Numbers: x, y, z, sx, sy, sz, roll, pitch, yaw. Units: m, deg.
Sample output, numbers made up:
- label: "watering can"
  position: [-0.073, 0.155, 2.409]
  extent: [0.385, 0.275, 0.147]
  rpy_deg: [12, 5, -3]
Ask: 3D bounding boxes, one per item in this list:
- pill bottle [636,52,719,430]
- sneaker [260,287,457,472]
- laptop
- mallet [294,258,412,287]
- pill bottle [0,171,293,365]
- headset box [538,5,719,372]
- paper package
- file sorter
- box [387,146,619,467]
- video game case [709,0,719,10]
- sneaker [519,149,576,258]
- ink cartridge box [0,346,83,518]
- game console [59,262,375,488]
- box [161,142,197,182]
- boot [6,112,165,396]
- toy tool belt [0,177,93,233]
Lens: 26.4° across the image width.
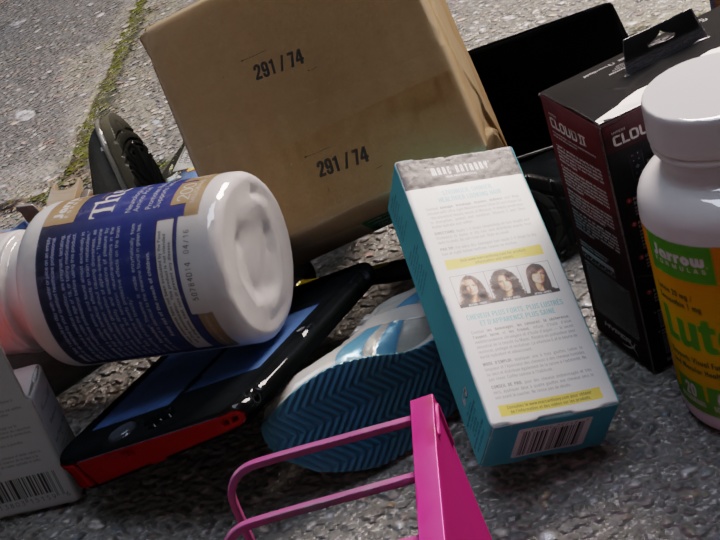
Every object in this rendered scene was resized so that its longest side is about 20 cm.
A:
- label: "pill bottle"
  position: [0.219, -0.016, 0.870]
  extent: [0.110, 0.201, 0.111]
  rpy_deg: [-15, 28, 8]
- label: "sneaker"
  position: [0.018, 0.066, 0.995]
  extent: [0.199, 0.077, 0.081]
  rpy_deg: [-27, 20, -26]
- label: "laptop"
  position: [0.132, -0.150, 1.195]
  extent: [0.186, 0.117, 0.200]
  rpy_deg: [-16, 19, 20]
- label: "mallet"
  position: [0.000, 0.000, 1.109]
  extent: [0.199, 0.041, 0.066]
  rpy_deg: [-15, 28, 33]
- label: "pill bottle"
  position: [-0.153, 0.003, 1.006]
  extent: [0.199, 0.112, 0.111]
  rpy_deg: [-8, 30, 23]
- label: "headset box"
  position: [0.206, -0.061, 0.957]
  extent: [0.148, 0.201, 0.077]
  rpy_deg: [-27, 29, -13]
- label: "paper package"
  position: [-0.023, -0.119, 1.070]
  extent: [0.199, 0.192, 0.103]
  rpy_deg: [-24, -6, 14]
- label: "file sorter"
  position: [0.004, 0.185, 0.721]
  extent: [0.125, 0.140, 0.200]
  rpy_deg: [-18, 28, 9]
- label: "box"
  position: [0.083, 0.018, 0.944]
  extent: [0.082, 0.049, 0.201]
  rpy_deg: [-9, 55, -14]
- label: "video game case"
  position: [0.306, -0.111, 1.001]
  extent: [0.045, 0.182, 0.200]
  rpy_deg: [-24, 29, -10]
- label: "sneaker"
  position: [0.145, -0.055, 1.135]
  extent: [0.199, 0.076, 0.091]
  rpy_deg: [-15, 18, -7]
- label: "ink cartridge box"
  position: [-0.305, 0.098, 1.017]
  extent: [0.199, 0.174, 0.044]
  rpy_deg: [-14, 29, 9]
- label: "game console"
  position: [-0.095, 0.066, 1.021]
  extent: [0.176, 0.031, 0.200]
  rpy_deg: [-26, 13, 36]
- label: "box"
  position: [-0.116, -0.065, 1.326]
  extent: [0.136, 0.040, 0.200]
  rpy_deg: [-6, 31, 21]
- label: "boot"
  position: [-0.224, 0.003, 1.115]
  extent: [0.199, 0.183, 0.073]
  rpy_deg: [-21, 8, 12]
- label: "toy tool belt"
  position: [-0.213, -0.007, 1.183]
  extent: [0.199, 0.123, 0.126]
  rpy_deg: [-16, 68, 12]
